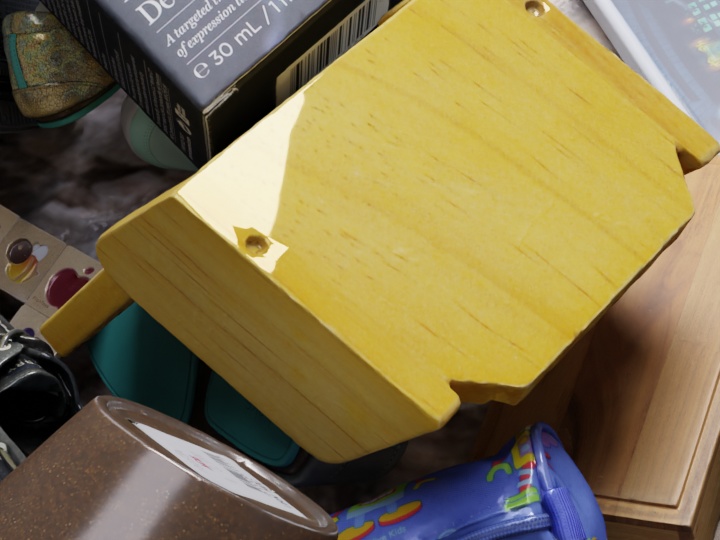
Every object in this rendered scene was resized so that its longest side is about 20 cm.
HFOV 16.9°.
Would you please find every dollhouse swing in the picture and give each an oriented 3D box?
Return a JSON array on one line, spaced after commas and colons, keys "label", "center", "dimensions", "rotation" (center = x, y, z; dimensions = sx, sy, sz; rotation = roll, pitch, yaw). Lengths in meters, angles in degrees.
[{"label": "dollhouse swing", "center": [0.000, 0.000, 0.976], "dimensions": [0.182, 0.176, 0.200], "rotation": [40, 50, 9]}]

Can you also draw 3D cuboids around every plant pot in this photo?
[{"label": "plant pot", "center": [-0.095, 0.151, 0.807], "dimensions": [0.187, 0.187, 0.201], "rotation": [31, 93, 37]}]

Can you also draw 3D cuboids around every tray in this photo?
[{"label": "tray", "center": [0.118, 0.031, 1.019], "dimensions": [0.098, 0.037, 0.200], "rotation": [6, 50, 22]}]

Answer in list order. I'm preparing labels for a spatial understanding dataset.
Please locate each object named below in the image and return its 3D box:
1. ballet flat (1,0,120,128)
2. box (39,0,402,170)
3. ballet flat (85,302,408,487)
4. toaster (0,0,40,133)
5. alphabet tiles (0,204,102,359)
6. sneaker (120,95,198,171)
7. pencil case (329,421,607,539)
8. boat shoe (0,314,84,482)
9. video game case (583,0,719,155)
[{"label": "ballet flat", "center": [-0.107, -0.138, 1.187], "dimensions": [0.070, 0.071, 0.200], "rotation": [13, 34, 27]}, {"label": "box", "center": [-0.078, -0.168, 1.053], "dimensions": [0.148, 0.107, 0.200], "rotation": [-43, 81, -11]}, {"label": "ballet flat", "center": [-0.049, 0.049, 1.035], "dimensions": [0.063, 0.068, 0.200], "rotation": [6, 10, -35]}, {"label": "toaster", "center": [-0.223, -0.119, 1.184], "dimensions": [0.129, 0.114, 0.200], "rotation": [-5, 1, 18]}, {"label": "alphabet tiles", "center": [-0.225, 0.030, 1.112], "dimensions": [0.200, 0.008, 0.167], "rotation": [28, 77, 36]}, {"label": "sneaker", "center": [-0.020, -0.053, 1.116], "dimensions": [0.199, 0.074, 0.119], "rotation": [-8, 49, 12]}, {"label": "pencil case", "center": [-0.003, 0.126, 0.916], "dimensions": [0.199, 0.087, 0.078], "rotation": [-22, 84, 6]}, {"label": "boat shoe", "center": [-0.139, 0.059, 0.989], "dimensions": [0.068, 0.057, 0.200], "rotation": [9, 30, -37]}, {"label": "video game case", "center": [0.208, -0.138, 1.163], "dimensions": [0.181, 0.023, 0.200], "rotation": [-22, 45, -4]}]
